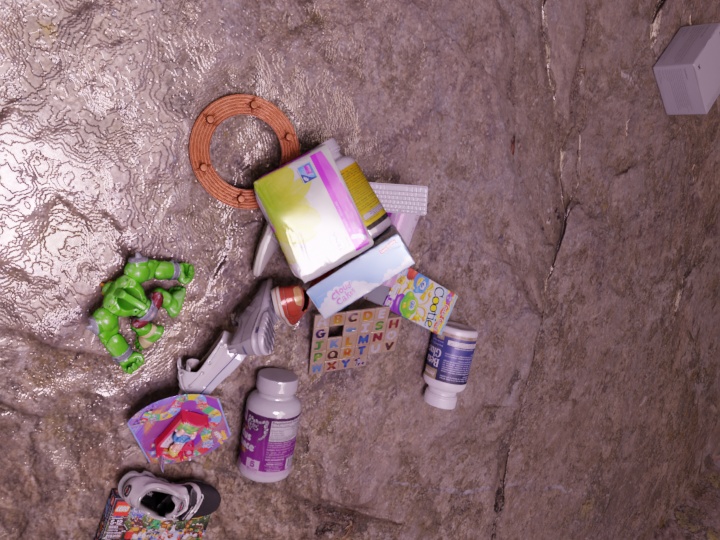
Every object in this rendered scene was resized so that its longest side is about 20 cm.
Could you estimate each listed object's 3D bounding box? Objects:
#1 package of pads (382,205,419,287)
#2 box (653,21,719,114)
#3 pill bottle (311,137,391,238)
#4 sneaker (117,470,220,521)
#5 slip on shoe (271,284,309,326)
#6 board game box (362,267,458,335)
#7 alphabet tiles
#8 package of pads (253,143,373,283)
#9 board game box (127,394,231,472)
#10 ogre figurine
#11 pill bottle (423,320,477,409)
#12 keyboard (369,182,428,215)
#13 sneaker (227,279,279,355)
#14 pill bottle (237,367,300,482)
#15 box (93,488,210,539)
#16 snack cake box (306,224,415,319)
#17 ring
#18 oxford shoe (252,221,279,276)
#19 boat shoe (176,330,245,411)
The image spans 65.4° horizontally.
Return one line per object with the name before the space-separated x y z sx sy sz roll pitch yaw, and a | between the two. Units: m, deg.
package of pads | 0.047 -0.074 1.183 0.075 0.120 0.202 21 89 -50
box | 1.062 -0.639 1.788 0.200 0.130 0.200 -51 125 -14
pill bottle | -0.034 -0.147 1.087 0.112 0.112 0.201 -35 98 -24
sneaker | -0.331 0.421 1.009 0.199 0.088 0.075 28 80 -39
slip on shoe | -0.124 0.063 1.063 0.060 0.200 0.075 -13 80 -2
board game box | 0.110 0.057 1.277 0.199 0.103 0.106 28 85 -38
alphabet tiles | -0.010 0.149 1.202 0.197 0.008 0.169 -6 128 -19
package of pads | -0.086 -0.097 0.991 0.153 0.068 0.202 -28 100 -6
board game box | -0.316 0.301 1.003 0.156 0.039 0.202 -14 135 -13
ogre figurine | -0.366 0.056 0.931 0.200 0.098 0.120 -47 137 -4
pill bottle | 0.218 0.234 1.398 0.110 0.111 0.203 8 97 -37
keyboard | 0.039 -0.148 1.129 0.011 0.197 0.057 -35 129 -62
sneaker | -0.195 0.080 1.026 0.081 0.201 0.076 -9 117 5
pill bottle | -0.179 0.304 1.120 0.111 0.112 0.203 4 99 -37
box | -0.389 0.488 1.058 0.199 0.038 0.138 20 90 -38
snack cake box | 0.000 0.000 1.064 0.199 0.115 0.068 -32 102 7
ring | -0.202 -0.211 0.998 0.198 0.019 0.204 -3 97 -22
oxford shoe | -0.153 -0.080 1.063 0.057 0.075 0.202 24 83 -17
boat shoe | -0.300 0.186 1.013 0.202 0.075 0.086 -44 111 6
